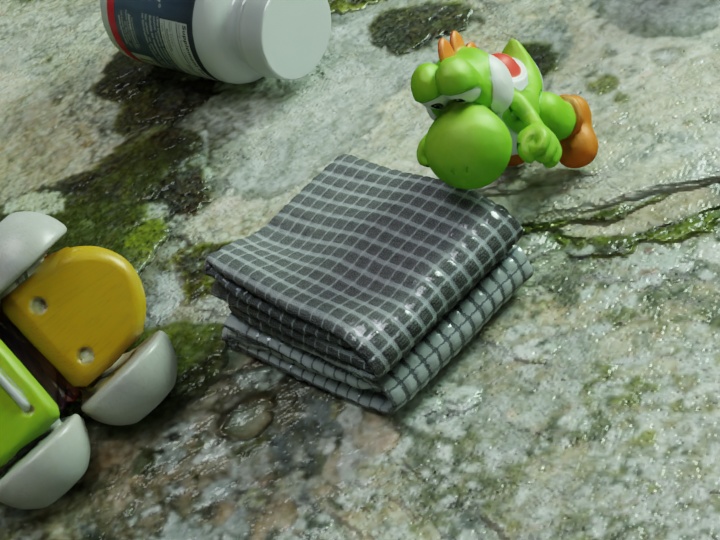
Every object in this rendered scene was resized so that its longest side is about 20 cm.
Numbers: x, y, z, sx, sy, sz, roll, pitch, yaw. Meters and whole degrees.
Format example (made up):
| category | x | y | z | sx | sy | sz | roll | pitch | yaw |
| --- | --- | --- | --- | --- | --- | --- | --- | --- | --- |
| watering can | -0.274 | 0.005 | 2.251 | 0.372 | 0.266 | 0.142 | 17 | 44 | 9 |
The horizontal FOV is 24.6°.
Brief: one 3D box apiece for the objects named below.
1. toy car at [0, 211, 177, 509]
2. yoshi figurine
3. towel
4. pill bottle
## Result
| category | x | y | z | sx | sy | sz | roll | pitch | yaw |
| --- | --- | --- | --- | --- | --- | --- | --- | --- | --- |
| toy car | -0.250 | 0.068 | 1.223 | 0.200 | 0.175 | 0.150 | -44 | 9 | -21 |
| yoshi figurine | 0.096 | -0.097 | 1.197 | 0.112 | 0.200 | 0.112 | -48 | 65 | 18 |
| towel | 0.000 | 0.000 | 1.203 | 0.200 | 0.086 | 0.166 | 22 | 58 | 41 |
| pill bottle | -0.128 | -0.233 | 1.488 | 0.200 | 0.120 | 0.120 | 17 | 56 | 38 |
